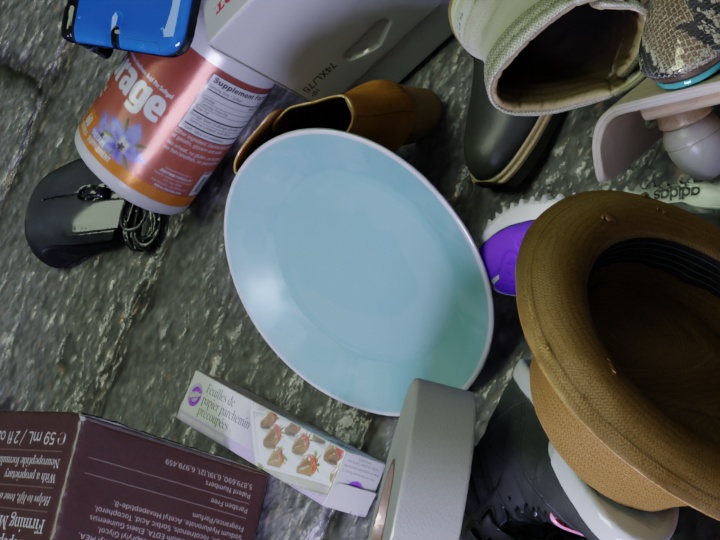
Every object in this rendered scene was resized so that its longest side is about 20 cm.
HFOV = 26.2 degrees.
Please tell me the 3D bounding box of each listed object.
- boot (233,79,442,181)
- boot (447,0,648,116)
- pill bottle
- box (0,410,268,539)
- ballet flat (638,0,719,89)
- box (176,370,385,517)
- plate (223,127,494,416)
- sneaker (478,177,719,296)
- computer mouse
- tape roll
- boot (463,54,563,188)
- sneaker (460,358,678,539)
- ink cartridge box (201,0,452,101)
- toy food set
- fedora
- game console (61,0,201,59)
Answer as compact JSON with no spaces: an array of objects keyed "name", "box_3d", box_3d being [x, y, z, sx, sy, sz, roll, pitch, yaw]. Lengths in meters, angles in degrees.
[{"name":"boot","box_3d":[-0.048,-0.071,1.060,0.200,0.143,0.071,-33,79,32]},{"name":"boot","box_3d":[0.148,-0.162,0.867,0.198,0.073,0.155,-28,23,8]},{"name":"pill bottle","box_3d":[-0.133,-0.154,1.236,0.201,0.111,0.113,-53,39,18]},{"name":"box","box_3d":[-0.190,0.214,1.070,0.165,0.163,0.203,-6,67,48]},{"name":"ballet flat","box_3d":[0.195,-0.165,0.795,0.067,0.076,0.199,0,29,47]},{"name":"box","box_3d":[-0.058,0.116,1.065,0.199,0.041,0.039,20,87,52]},{"name":"plate","box_3d":[0.000,0.000,0.975,0.199,0.202,0.026,-21,14,42]},{"name":"sneaker","box_3d":[0.136,0.012,0.862,0.199,0.069,0.101,-10,66,48]},{"name":"computer mouse","box_3d":[-0.245,-0.066,1.374,0.199,0.052,0.140,-20,57,43]},{"name":"tape roll","box_3d":[0.023,0.161,0.852,0.203,0.037,0.206,-166,90,-90]},{"name":"boot","box_3d":[0.070,-0.166,0.978,0.077,0.137,0.203,0,72,49]},{"name":"sneaker","box_3d":[0.103,0.128,0.819,0.100,0.070,0.200,-63,15,12]},{"name":"ink cartridge box","box_3d":[-0.024,-0.246,1.126,0.146,0.145,0.202,-39,45,31]},{"name":"toy food set","box_3d":[0.228,-0.097,0.778,0.199,0.061,0.143,-9,21,47]},{"name":"fedora","box_3d":[0.146,0.056,0.736,0.082,0.198,0.203,-52,37,43]},{"name":"game console","box_3d":[-0.147,-0.258,1.162,0.169,0.118,0.203,13,93,33]}]
